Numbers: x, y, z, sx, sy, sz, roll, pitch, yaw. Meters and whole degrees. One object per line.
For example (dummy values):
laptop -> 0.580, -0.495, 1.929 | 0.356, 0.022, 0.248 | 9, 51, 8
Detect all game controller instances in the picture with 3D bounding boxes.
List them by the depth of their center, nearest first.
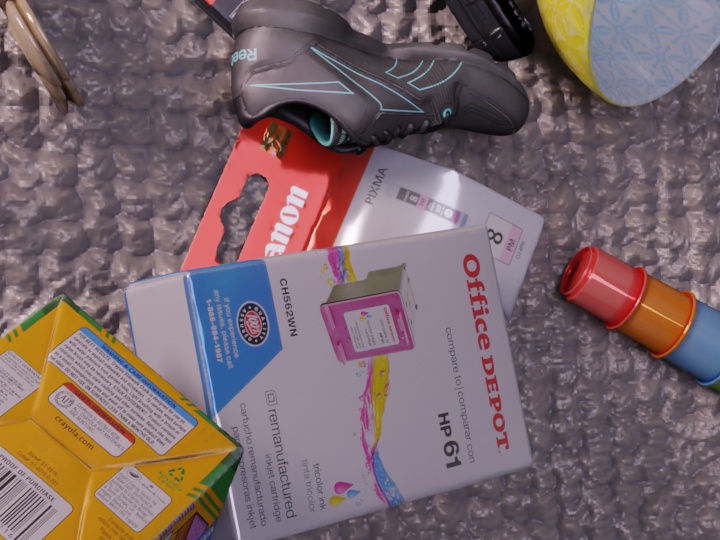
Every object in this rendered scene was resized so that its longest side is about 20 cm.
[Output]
game controller -> 0.051, -0.221, 0.894 | 0.042, 0.104, 0.200 | -30, 98, 24

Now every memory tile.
memory tile -> -0.210, -0.180, 0.772 | 0.017, 0.153, 0.200 | -31, 94, -6

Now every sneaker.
sneaker -> 0.011, -0.104, 0.875 | 0.199, 0.075, 0.080 | 12, 72, -18

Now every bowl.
bowl -> 0.174, -0.219, 0.915 | 0.200, 0.200, 0.108 | -41, 56, -17

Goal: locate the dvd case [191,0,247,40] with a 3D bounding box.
dvd case -> -0.097, -0.256, 0.884 | 0.200, 0.022, 0.146 | 41, 75, -13

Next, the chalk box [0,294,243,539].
chalk box -> -0.158, 0.137, 0.700 | 0.125, 0.200, 0.124 | 38, 50, 12

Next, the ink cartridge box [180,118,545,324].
ink cartridge box -> 0.000, 0.000, 0.884 | 0.200, 0.057, 0.163 | 26, 78, -20

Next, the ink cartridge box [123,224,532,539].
ink cartridge box -> -0.013, 0.059, 0.784 | 0.199, 0.085, 0.145 | -10, 88, -35

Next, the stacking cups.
stacking cups -> 0.228, 0.047, 0.949 | 0.200, 0.060, 0.061 | 27, 78, -15
